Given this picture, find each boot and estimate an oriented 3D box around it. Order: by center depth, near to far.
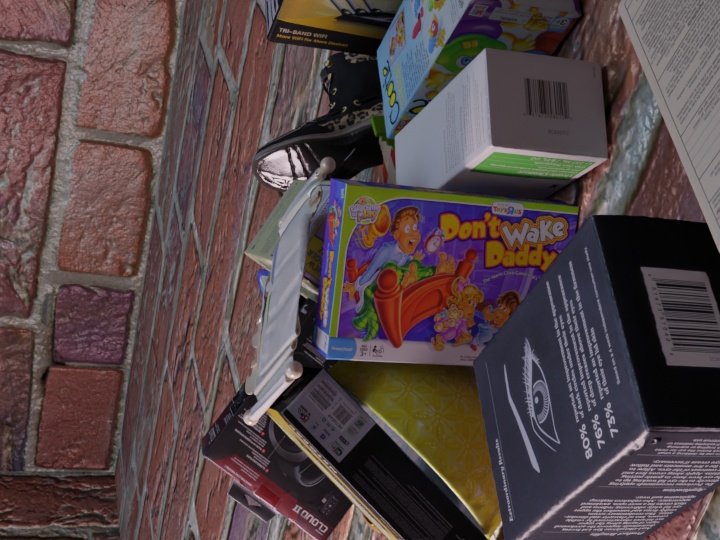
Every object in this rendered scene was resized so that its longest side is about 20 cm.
[{"bbox_3d":[-0.028,-0.174,1.294,0.152,0.198,0.074,-99,-14,-47],"label":"boot"}]

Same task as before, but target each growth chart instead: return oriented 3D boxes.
[{"bbox_3d":[-0.063,0.021,0.958,0.145,0.018,0.202,140,141,-63],"label":"growth chart"}]

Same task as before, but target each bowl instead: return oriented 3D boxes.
[{"bbox_3d":[0.071,0.123,0.993,0.108,0.200,0.200,-45,15,-12],"label":"bowl"}]

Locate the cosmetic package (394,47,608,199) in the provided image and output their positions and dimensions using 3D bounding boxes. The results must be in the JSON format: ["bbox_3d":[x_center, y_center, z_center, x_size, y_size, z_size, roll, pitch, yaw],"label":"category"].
[{"bbox_3d":[0.110,-0.104,0.959,0.200,0.106,0.086,140,131,-67],"label":"cosmetic package"}]

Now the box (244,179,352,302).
[{"bbox_3d":[0.000,0.000,1.127,0.097,0.175,0.200,-55,17,-6],"label":"box"}]

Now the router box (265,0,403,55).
[{"bbox_3d":[0.025,-0.270,1.079,0.158,0.197,0.053,124,145,-57],"label":"router box"}]

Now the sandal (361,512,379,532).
[{"bbox_3d":[0.029,0.242,1.172,0.200,0.079,0.055,145,138,-74],"label":"sandal"}]

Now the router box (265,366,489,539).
[{"bbox_3d":[0.006,0.169,0.979,0.052,0.200,0.157,-44,5,-11],"label":"router box"}]

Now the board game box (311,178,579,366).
[{"bbox_3d":[0.068,0.004,0.916,0.045,0.197,0.136,-150,65,-70],"label":"board game box"}]

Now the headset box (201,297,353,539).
[{"bbox_3d":[-0.050,0.153,1.121,0.201,0.148,0.077,-53,10,-2],"label":"headset box"}]

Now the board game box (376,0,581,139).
[{"bbox_3d":[0.098,-0.209,1.021,0.200,0.102,0.106,125,144,-57],"label":"board game box"}]

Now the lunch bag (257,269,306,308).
[{"bbox_3d":[-0.045,0.015,1.325,0.170,0.126,0.202,-171,97,-72],"label":"lunch bag"}]

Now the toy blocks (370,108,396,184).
[{"bbox_3d":[0.058,-0.089,1.163,0.138,0.099,0.201,96,165,-45],"label":"toy blocks"}]

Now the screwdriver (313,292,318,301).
[{"bbox_3d":[0.030,0.086,1.071,0.029,0.200,0.028,-28,24,37],"label":"screwdriver"}]

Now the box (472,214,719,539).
[{"bbox_3d":[0.166,0.081,0.757,0.201,0.103,0.150,120,148,-54],"label":"box"}]

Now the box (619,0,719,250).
[{"bbox_3d":[0.223,-0.111,0.642,0.095,0.077,0.202,117,151,-49],"label":"box"}]
